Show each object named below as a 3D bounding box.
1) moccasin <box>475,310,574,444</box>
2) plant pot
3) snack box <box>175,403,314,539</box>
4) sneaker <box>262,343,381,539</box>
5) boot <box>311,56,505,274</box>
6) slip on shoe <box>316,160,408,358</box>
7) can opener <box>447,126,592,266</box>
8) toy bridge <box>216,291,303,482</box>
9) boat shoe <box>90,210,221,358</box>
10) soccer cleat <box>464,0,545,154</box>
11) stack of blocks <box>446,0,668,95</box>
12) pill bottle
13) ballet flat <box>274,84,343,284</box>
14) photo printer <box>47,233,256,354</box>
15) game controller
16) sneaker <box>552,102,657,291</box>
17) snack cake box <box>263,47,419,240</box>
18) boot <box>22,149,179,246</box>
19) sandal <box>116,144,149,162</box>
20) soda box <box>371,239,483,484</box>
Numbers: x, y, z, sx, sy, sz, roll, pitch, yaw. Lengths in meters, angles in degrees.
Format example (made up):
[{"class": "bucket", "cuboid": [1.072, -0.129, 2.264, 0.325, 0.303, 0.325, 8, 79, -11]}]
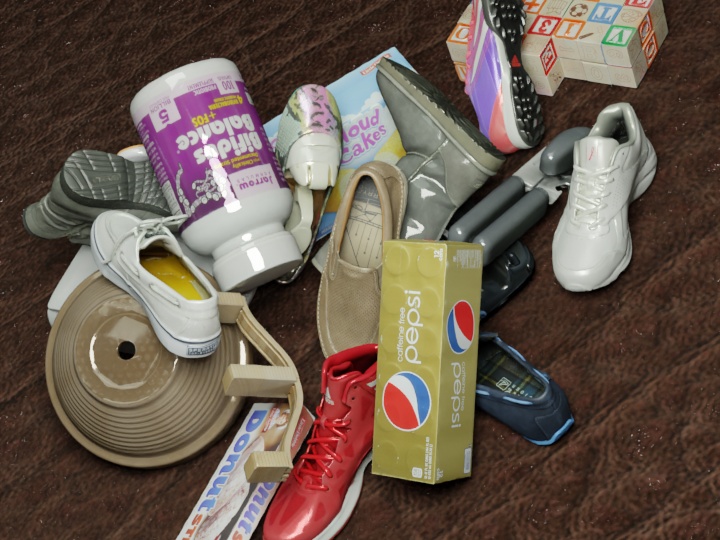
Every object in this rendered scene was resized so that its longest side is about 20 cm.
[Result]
[{"class": "moccasin", "cuboid": [0.109, 0.077, 1.394, 0.199, 0.068, 0.081, 25, 64, 37]}, {"class": "plant pot", "cuboid": [-0.204, 0.080, 1.451, 0.198, 0.093, 0.203, -1, 80, 9]}, {"class": "snack box", "cuboid": [-0.113, 0.205, 1.397, 0.071, 0.024, 0.201, -6, 46, 47]}, {"class": "sneaker", "cuboid": [-0.033, 0.145, 1.365, 0.078, 0.116, 0.201, 17, 59, 34]}, {"class": "boot", "cuboid": [0.024, -0.078, 1.504, 0.201, 0.072, 0.182, -52, 59, 20]}, {"class": "slip on shoe", "cuboid": [0.000, 0.000, 1.441, 0.075, 0.061, 0.202, 16, 98, 13]}, {"class": "can opener", "cuboid": [0.152, -0.075, 1.489, 0.052, 0.067, 0.200, 26, 48, 27]}, {"class": "toy bridge", "cuboid": [-0.088, 0.097, 1.381, 0.067, 0.027, 0.201, 4, 46, -26]}, {"class": "boat shoe", "cuboid": [-0.182, -0.014, 1.394, 0.074, 0.087, 0.202, -10, 39, -28]}, {"class": "soccer cleat", "cuboid": [0.130, -0.216, 1.581, 0.073, 0.068, 0.202, -12, 89, 37]}, {"class": "stack of blocks", "cuboid": [0.204, -0.244, 1.638, 0.198, 0.059, 0.116, 14, 58, 32]}, {"class": "pill bottle", "cuboid": [-0.128, -0.084, 1.459, 0.111, 0.112, 0.202, -24, 83, 1]}, {"class": "ballet flat", "cuboid": [-0.054, -0.075, 1.505, 0.068, 0.202, 0.071, 6, 29, -16]}, {"class": "photo printer", "cuboid": [-0.197, 0.010, 1.586, 0.198, 0.070, 0.167, 10, 56, 30]}, {"class": "game controller", "cuboid": [0.080, -0.024, 1.524, 0.104, 0.042, 0.200, -47, 47, 1]}, {"class": "sneaker", "cuboid": [0.216, -0.074, 1.457, 0.077, 0.100, 0.201, 3, 52, 25]}, {"class": "snack cake box", "cuboid": [-0.019, -0.120, 1.590, 0.199, 0.115, 0.067, -32, 46, -5]}, {"class": "boot", "cuboid": [-0.221, -0.060, 1.544, 0.130, 0.198, 0.068, -37, 47, 55]}, {"class": "sandal", "cuboid": [-0.174, -0.118, 1.598, 0.078, 0.206, 0.060, -15, 75, 25]}, {"class": "soda box", "cuboid": [0.057, 0.075, 1.341, 0.067, 0.064, 0.203, 4, 92, 35]}]
